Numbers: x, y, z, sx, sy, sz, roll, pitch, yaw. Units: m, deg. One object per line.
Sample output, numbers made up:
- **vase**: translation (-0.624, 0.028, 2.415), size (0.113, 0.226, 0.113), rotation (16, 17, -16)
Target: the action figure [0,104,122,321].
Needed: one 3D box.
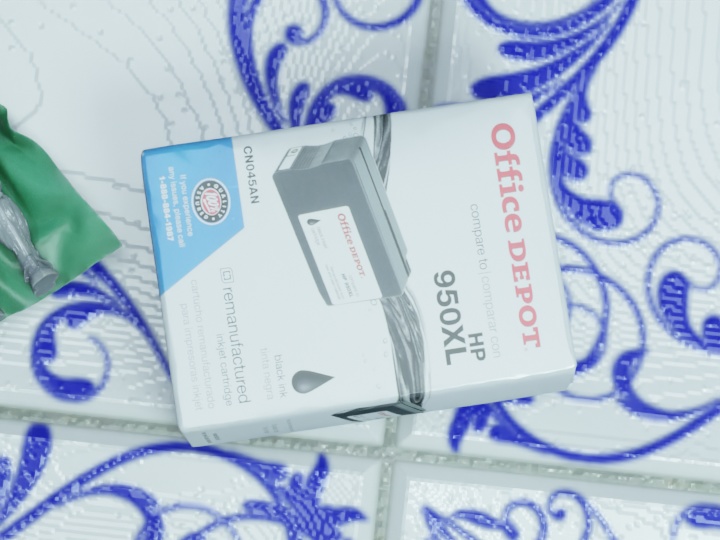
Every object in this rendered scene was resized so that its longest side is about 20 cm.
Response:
- **action figure**: translation (-0.222, -0.067, 1.526), size (0.118, 0.055, 0.200), rotation (-31, 78, 0)

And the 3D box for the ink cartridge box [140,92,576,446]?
- **ink cartridge box**: translation (0.000, 0.000, 1.492), size (0.199, 0.084, 0.145), rotation (-9, 82, 0)
